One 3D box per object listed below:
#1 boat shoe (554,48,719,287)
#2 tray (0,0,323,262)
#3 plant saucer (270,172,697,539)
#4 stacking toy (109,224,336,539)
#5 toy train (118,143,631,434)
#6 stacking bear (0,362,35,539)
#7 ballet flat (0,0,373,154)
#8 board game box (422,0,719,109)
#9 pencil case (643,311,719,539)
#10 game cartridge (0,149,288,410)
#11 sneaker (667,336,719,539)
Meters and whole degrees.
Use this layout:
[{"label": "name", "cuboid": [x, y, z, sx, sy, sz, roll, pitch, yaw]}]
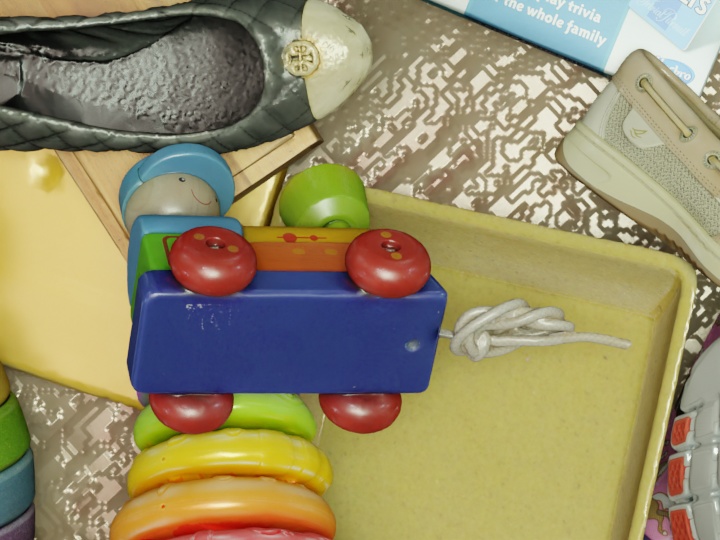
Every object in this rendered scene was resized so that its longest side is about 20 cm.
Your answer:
[{"label": "boat shoe", "cuboid": [0.165, -0.021, 1.039, 0.200, 0.072, 0.065, 39, 101, 35]}, {"label": "tray", "cuboid": [-0.112, -0.112, 1.123, 0.098, 0.037, 0.200, -34, 88, 4]}, {"label": "plant saucer", "cuboid": [0.041, 0.075, 1.109, 0.199, 0.048, 0.201, 14, 93, 29]}, {"label": "stacking toy", "cuboid": [-0.056, 0.069, 1.091, 0.116, 0.110, 0.201, -19, 63, 36]}, {"label": "toy train", "cuboid": [0.000, 0.000, 1.066, 0.199, 0.116, 0.085, 0, 126, -15]}, {"label": "stacking bear", "cuboid": [-0.197, 0.059, 1.108, 0.121, 0.114, 0.201, -9, 102, -2]}, {"label": "ballet flat", "cuboid": [-0.094, -0.078, 1.076, 0.199, 0.057, 0.067, -6, 92, 4]}, {"label": "board game box", "cuboid": [0.112, -0.189, 1.120, 0.151, 0.047, 0.201, 22, 94, 5]}, {"label": "pencil case", "cuboid": [0.182, 0.041, 1.102, 0.086, 0.083, 0.201, 25, 94, -10]}, {"label": "game cartridge", "cuboid": [-0.137, -0.043, 1.160, 0.199, 0.032, 0.177, 19, 93, 3]}, {"label": "sneaker", "cuboid": [0.180, 0.118, 1.044, 0.082, 0.077, 0.201, -11, 96, -26]}]
